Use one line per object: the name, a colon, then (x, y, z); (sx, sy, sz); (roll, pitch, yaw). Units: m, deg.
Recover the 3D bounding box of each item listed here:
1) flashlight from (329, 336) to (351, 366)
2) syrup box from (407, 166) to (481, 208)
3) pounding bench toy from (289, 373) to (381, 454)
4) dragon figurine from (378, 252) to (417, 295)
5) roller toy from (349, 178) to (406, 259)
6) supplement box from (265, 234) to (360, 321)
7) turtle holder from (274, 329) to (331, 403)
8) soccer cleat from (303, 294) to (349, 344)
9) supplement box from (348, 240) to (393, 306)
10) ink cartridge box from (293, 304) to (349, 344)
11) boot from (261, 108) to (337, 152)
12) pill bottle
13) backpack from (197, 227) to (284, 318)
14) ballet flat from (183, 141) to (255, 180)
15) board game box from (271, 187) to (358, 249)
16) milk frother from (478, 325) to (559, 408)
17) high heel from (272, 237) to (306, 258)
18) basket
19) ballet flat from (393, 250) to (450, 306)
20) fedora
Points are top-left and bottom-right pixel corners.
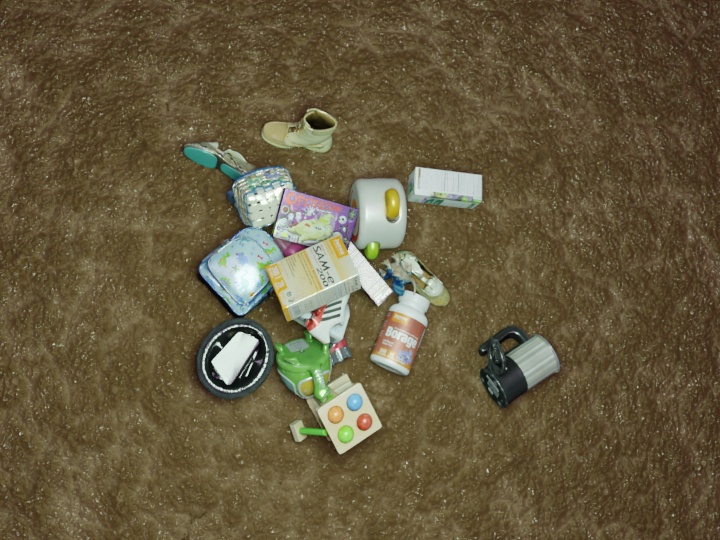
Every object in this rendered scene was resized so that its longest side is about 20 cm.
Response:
flashlight: (-0.091, 0.147, 1.667); (0.067, 0.067, 0.203); (-31, 82, 30)
syrup box: (0.235, -0.229, 1.781); (0.195, 0.079, 0.084); (5, 80, -10)
pounding bench toy: (-0.071, 0.372, 1.571); (0.197, 0.156, 0.126); (-30, 99, -13)
dragon figurine: (0.109, 0.023, 1.664); (0.058, 0.101, 0.200); (-34, 43, -14)
roller toy: (0.049, -0.152, 1.678); (0.136, 0.203, 0.184); (-3, 38, -12)
supplement box: (-0.112, 0.016, 1.518); (0.197, 0.074, 0.127); (-24, 62, -9)
turtle holder: (-0.125, 0.246, 1.589); (0.140, 0.182, 0.135); (-34, 126, -49)
soccer cleat: (-0.061, 0.091, 1.574); (0.086, 0.068, 0.201); (49, 53, -18)
supplement box: (0.000, 0.000, 1.681); (0.061, 0.109, 0.201); (-41, 89, -3)
ink cartridge box: (-0.093, 0.062, 1.634); (0.158, 0.047, 0.203); (32, 54, -19)
boot: (-0.164, -0.378, 1.693); (0.195, 0.155, 0.075); (11, 78, -8)
pill bottle: (0.110, 0.162, 1.674); (0.110, 0.112, 0.204); (24, 77, -5)
backpack: (-0.288, -0.005, 1.612); (0.200, 0.147, 0.184); (-44, 94, -20)
ballet flat: (-0.369, -0.298, 1.696); (0.197, 0.068, 0.076); (25, 55, -11)
board game box: (-0.111, -0.118, 1.572); (0.196, 0.032, 0.123); (13, 94, -21)
milk frother: (0.417, 0.233, 1.676); (0.186, 0.200, 0.183); (-29, 82, -14)
high heel: (-0.140, -0.082, 1.663); (0.096, 0.067, 0.200); (48, 46, 2)
basket: (-0.242, -0.193, 1.631); (0.173, 0.200, 0.142); (-19, 112, -17)
ballet flat: (0.170, 0.021, 1.734); (0.200, 0.071, 0.071); (44, 76, -1)
fedora: (-0.312, 0.221, 1.596); (0.195, 0.092, 0.206); (2, 80, -10)
